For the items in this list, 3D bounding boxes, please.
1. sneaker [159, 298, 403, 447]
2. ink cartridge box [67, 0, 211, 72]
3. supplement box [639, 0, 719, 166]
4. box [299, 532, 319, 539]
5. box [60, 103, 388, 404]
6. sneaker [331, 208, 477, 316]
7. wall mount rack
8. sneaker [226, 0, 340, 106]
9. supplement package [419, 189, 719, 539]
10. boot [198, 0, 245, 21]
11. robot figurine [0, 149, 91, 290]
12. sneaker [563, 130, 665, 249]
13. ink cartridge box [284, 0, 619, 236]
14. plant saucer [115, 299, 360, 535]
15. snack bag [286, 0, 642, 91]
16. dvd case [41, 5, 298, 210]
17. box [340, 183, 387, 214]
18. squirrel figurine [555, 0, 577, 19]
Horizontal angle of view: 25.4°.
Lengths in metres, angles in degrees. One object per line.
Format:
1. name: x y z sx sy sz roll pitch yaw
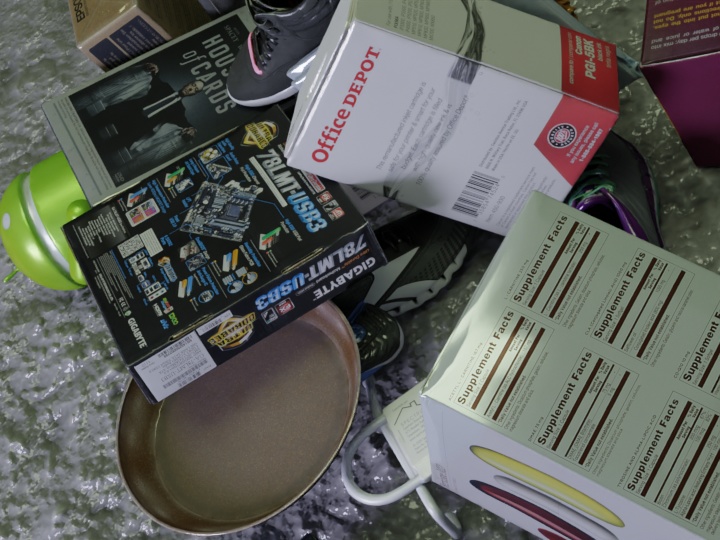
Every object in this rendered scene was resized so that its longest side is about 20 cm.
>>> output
1. sneaker: -0.054 0.087 1.208 0.200 0.077 0.076 -26 50 15
2. ink cartridge box: -0.195 -0.239 1.467 0.075 0.165 0.200 -32 47 15
3. supplement box: 0.281 -0.197 1.172 0.103 0.131 0.200 -7 54 29
4. box: -0.031 0.296 1.067 0.159 0.046 0.200 -45 47 -4
5. box: -0.106 -0.019 1.188 0.198 0.050 0.200 -30 40 -6
6. sneaker: 0.000 0.000 1.229 0.200 0.091 0.067 -35 48 5
7. wall mount rack: 0.071 0.088 1.141 0.200 0.075 0.174 -35 51 5
8. sneaker: -0.064 -0.190 1.208 0.200 0.099 0.071 -32 66 41
9. supplement package: 0.158 0.088 0.959 0.200 0.191 0.147 26 72 16
10. boot: -0.129 -0.283 1.433 0.072 0.200 0.182 -28 46 14
11. robot figurine: -0.226 -0.057 1.390 0.200 0.116 0.176 -27 33 11
12. sneaker: 0.178 -0.054 1.160 0.074 0.088 0.200 -27 48 12
13. ink cartridge box: 0.063 -0.119 1.138 0.147 0.200 0.083 120 163 -44
14. plant saucer: -0.084 0.100 1.146 0.200 0.032 0.201 -14 57 22
15. snack bag: 0.076 -0.147 1.184 0.200 0.188 0.021 -37 32 35
16. dvd case: -0.152 -0.134 1.324 0.200 0.025 0.150 -28 47 -7
17. box: -0.024 -0.144 1.355 0.068 0.082 0.200 -32 46 10
18. squirrel figurine: 0.094 -0.215 1.252 0.187 0.200 0.142 -4 77 58
